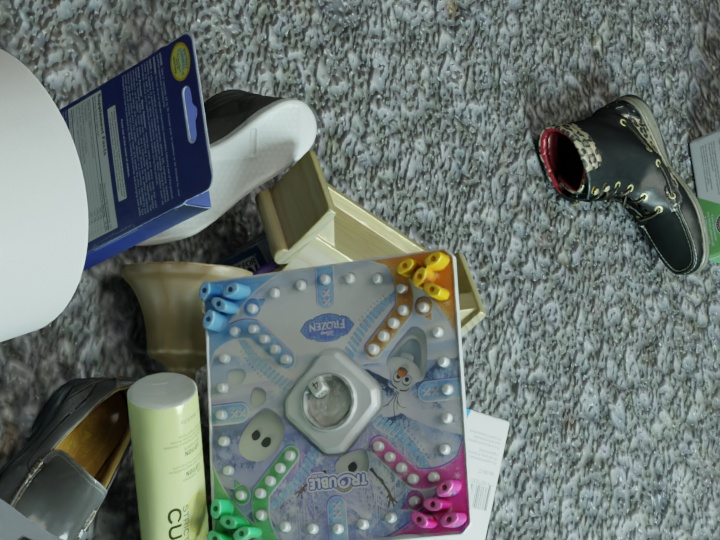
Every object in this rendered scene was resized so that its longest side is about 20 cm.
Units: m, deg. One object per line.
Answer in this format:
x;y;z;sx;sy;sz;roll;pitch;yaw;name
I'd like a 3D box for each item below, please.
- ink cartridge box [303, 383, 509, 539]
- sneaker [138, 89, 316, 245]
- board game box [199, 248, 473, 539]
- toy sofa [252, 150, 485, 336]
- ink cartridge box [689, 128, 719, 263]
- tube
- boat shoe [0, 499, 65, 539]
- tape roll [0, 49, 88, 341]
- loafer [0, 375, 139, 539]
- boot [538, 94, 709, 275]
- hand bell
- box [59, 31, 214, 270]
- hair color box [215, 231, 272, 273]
0.002;0.190;1.350;0.147;0.143;0.202;24;77;-58;ink cartridge box
-0.138;-0.084;1.455;0.199;0.099;0.071;-31;113;-17;sneaker
-0.023;0.093;1.276;0.026;0.198;0.202;25;59;-66;board game box
0.000;0.000;1.466;0.199;0.098;0.083;32;25;-35;toy sofa
0.475;-0.102;1.988;0.083;0.199;0.146;12;65;-42;ink cartridge box
-0.135;0.173;1.307;0.057;0.052;0.202;-8;117;-13;tube
-0.231;0.199;1.177;0.069;0.198;0.057;-26;135;-62;boat shoe
-0.293;-0.040;1.170;0.139;0.202;0.205;-19;87;-47;tape roll
-0.213;0.151;1.265;0.073;0.072;0.201;42;49;-27;loafer
0.272;-0.076;1.866;0.153;0.073;0.205;-18;82;-45;boot
-0.137;0.100;1.376;0.104;0.104;0.202;8;80;-43;hand bell
-0.169;-0.083;1.316;0.032;0.199;0.122;6;69;-44;box
-0.030;0.055;1.503;0.100;0.060;0.201;-35;99;-50;hair color box
